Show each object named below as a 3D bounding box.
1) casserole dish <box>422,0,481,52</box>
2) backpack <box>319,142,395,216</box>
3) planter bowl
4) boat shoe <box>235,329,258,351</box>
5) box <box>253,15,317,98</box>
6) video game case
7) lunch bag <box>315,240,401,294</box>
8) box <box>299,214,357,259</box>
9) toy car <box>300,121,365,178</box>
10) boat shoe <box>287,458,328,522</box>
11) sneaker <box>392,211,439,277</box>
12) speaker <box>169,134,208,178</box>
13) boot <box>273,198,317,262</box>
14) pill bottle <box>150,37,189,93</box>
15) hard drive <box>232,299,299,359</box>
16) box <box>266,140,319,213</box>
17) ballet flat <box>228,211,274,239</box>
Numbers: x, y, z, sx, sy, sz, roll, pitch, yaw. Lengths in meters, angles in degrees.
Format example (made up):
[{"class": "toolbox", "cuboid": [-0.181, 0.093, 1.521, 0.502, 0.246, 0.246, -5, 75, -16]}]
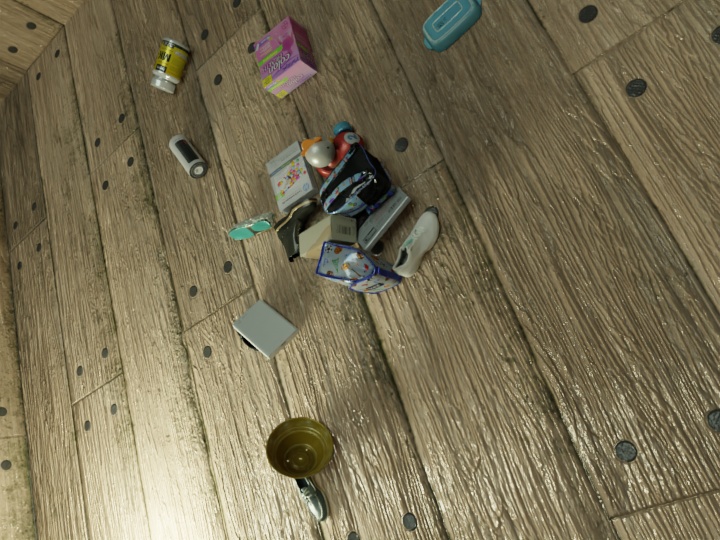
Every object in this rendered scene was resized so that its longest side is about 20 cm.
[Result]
[{"class": "casserole dish", "cuboid": [0.263, -0.740, 1.642, 0.200, 0.039, 0.121, -38, 63, 24]}, {"class": "backpack", "cuboid": [-0.019, -0.243, 1.643, 0.200, 0.134, 0.183, -43, 44, 18]}, {"class": "planter bowl", "cuboid": [-0.181, 0.548, 1.670, 0.200, 0.200, 0.084, 39, 144, 32]}, {"class": "boat shoe", "cuboid": [-0.372, 0.224, 1.890, 0.199, 0.066, 0.075, 34, 102, 34]}, {"class": "box", "cuboid": [-0.267, -0.750, 1.966, 0.176, 0.097, 0.201, -26, 69, 28]}, {"class": "video game case", "cuboid": [0.042, -0.179, 1.667, 0.200, 0.023, 0.182, -51, 42, 11]}, {"class": "lunch bag", "cuboid": [0.000, 0.000, 1.613, 0.199, 0.170, 0.124, 12, 87, 32]}, {"class": "box", "cuboid": [-0.102, -0.099, 1.706, 0.200, 0.095, 0.078, -24, 65, 54]}, {"class": "toy car", "cuboid": [-0.096, -0.372, 1.723, 0.177, 0.200, 0.185, -38, 63, 23]}, {"class": "boat shoe", "cuboid": [-0.164, 0.665, 1.677, 0.073, 0.062, 0.200, -42, 62, 21]}, {"class": "sneaker", "cuboid": [0.153, -0.076, 1.572, 0.075, 0.088, 0.200, 29, 98, 35]}, {"class": "speaker", "cuboid": [-0.683, -0.453, 2.208, 0.081, 0.081, 0.200, -50, 58, 17]}, {"class": "boot", "cuboid": [-0.191, -0.133, 1.832, 0.200, 0.077, 0.139, -39, 66, 38]}, {"class": "pill bottle", "cuboid": [-0.801, -0.857, 2.336, 0.114, 0.114, 0.201, 23, 96, 34]}, {"class": "hard drive", "cuboid": [-0.315, 0.191, 1.843, 0.200, 0.026, 0.132, 33, 67, 33]}, {"class": "box", "cuboid": [-0.235, -0.318, 1.906, 0.156, 0.041, 0.201, -29, 68, 27]}, {"class": "ballet flat", "cuboid": [-0.378, -0.161, 1.971, 0.199, 0.072, 0.072, -13, 75, 30]}]
